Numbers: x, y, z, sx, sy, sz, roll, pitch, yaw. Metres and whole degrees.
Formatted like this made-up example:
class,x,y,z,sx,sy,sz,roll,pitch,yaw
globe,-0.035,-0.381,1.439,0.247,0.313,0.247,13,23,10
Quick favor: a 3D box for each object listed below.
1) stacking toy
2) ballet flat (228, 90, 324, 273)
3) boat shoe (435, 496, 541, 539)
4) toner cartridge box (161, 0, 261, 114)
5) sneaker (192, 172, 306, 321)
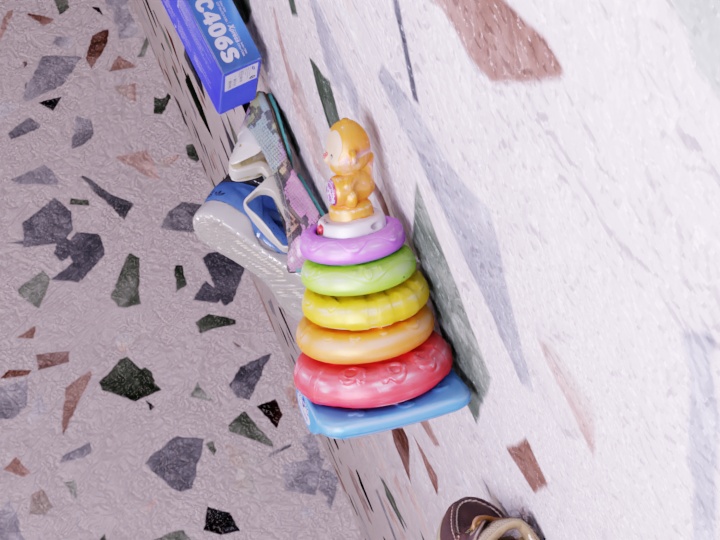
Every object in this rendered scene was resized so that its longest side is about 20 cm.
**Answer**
class,x,y,z,sx,sy,sz,roll,pitch,yaw
stacking toy,0.000,0.000,0.747,0.116,0.109,0.202,-126,26,-68
ballet flat,-0.085,-0.086,1.108,0.069,0.071,0.201,91,156,-67
boat shoe,0.096,0.191,0.733,0.200,0.071,0.073,-104,25,-72
toner cartridge box,-0.158,-0.259,1.090,0.201,0.043,0.095,63,164,9
sneaker,-0.067,-0.030,1.177,0.199,0.112,0.077,37,144,-11
